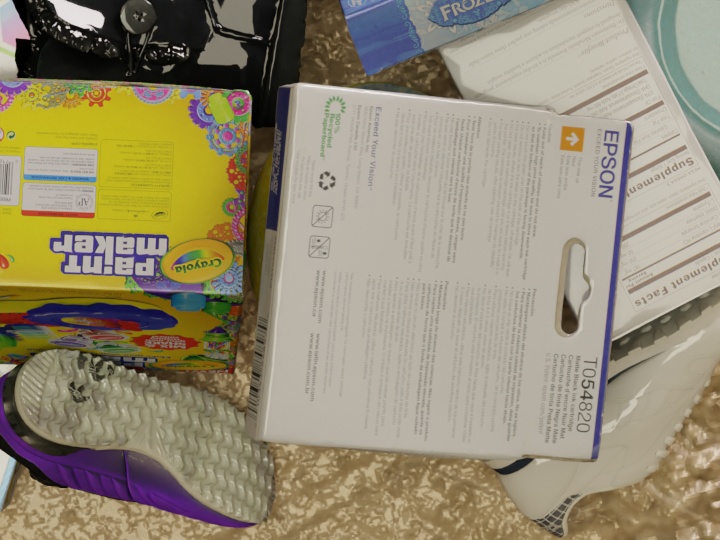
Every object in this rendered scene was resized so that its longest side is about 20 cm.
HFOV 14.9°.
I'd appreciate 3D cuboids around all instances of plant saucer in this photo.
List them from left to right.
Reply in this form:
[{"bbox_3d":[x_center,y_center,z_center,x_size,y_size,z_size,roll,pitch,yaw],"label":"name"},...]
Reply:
[{"bbox_3d":[0.248,-0.146,1.661,0.200,0.036,0.200,0,94,3],"label":"plant saucer"}]

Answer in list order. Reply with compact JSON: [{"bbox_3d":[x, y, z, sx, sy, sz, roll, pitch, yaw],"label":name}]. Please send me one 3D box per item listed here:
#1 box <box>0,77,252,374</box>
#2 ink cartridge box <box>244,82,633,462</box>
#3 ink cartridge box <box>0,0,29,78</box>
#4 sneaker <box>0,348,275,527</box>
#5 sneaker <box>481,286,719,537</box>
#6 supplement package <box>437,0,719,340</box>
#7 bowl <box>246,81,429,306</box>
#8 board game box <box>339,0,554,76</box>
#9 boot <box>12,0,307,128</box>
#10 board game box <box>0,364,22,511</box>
[{"bbox_3d":[-0.166,-0.023,1.587,0.200,0.193,0.122,2,75,-3],"label":"box"},{"bbox_3d":[0.043,0.003,1.523,0.200,0.041,0.200,6,92,-16],"label":"ink cartridge box"},{"bbox_3d":[-0.165,-0.170,1.664,0.200,0.059,0.104,-25,92,4],"label":"ink cartridge box"},{"bbox_3d":[-0.147,0.107,1.669,0.200,0.099,0.070,28,56,-32],"label":"sneaker"},{"bbox_3d":[0.168,0.076,1.669,0.200,0.076,0.081,-38,104,8],"label":"sneaker"},{"bbox_3d":[0.136,-0.069,1.603,0.109,0.114,0.200,-27,91,4],"label":"supplement package"},{"bbox_3d":[0.000,0.000,1.633,0.108,0.200,0.200,-25,93,44],"label":"bowl"},{"bbox_3d":[0.078,-0.201,1.584,0.199,0.200,0.043,-21,116,3],"label":"board game box"},{"bbox_3d":[-0.114,-0.182,1.595,0.168,0.076,0.200,5,92,-15],"label":"boot"},{"bbox_3d":[-0.293,0.053,1.698,0.200,0.034,0.135,19,94,1],"label":"board game box"}]
